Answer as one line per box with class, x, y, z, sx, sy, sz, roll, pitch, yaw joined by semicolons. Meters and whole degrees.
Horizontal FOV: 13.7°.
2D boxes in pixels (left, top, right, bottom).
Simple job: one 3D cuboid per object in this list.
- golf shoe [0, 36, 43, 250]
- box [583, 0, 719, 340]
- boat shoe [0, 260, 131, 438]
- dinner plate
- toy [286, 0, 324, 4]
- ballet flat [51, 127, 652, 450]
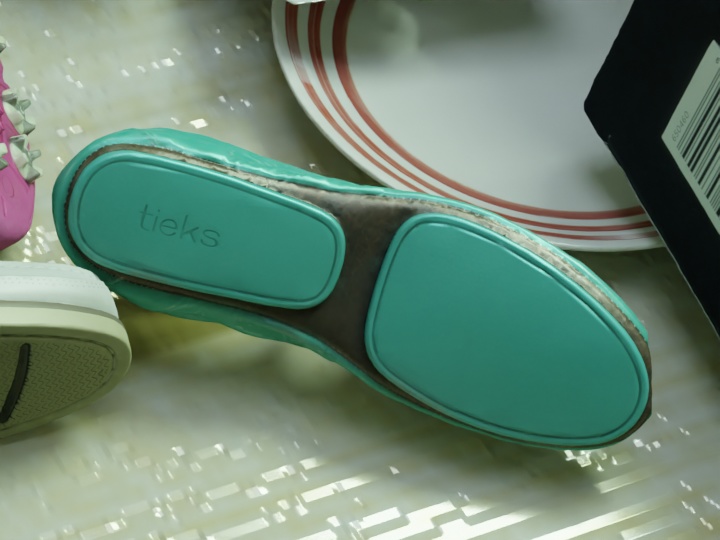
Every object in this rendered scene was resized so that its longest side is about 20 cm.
golf shoe;-0.175;-0.079;1.003;0.091;0.075;0.200;-32;67;9
box;0.202;-0.047;0.991;0.200;0.107;0.149;-10;56;-26
boat shoe;-0.171;0.015;0.902;0.200;0.075;0.068;-5;55;-14
dinner plate;0.066;-0.075;1.067;0.200;0.024;0.200;6;48;-6
toy;-0.010;-0.168;1.095;0.115;0.047;0.200;-12;41;-20
ballet flat;0.000;0.000;0.952;0.200;0.067;0.070;19;8;-5
